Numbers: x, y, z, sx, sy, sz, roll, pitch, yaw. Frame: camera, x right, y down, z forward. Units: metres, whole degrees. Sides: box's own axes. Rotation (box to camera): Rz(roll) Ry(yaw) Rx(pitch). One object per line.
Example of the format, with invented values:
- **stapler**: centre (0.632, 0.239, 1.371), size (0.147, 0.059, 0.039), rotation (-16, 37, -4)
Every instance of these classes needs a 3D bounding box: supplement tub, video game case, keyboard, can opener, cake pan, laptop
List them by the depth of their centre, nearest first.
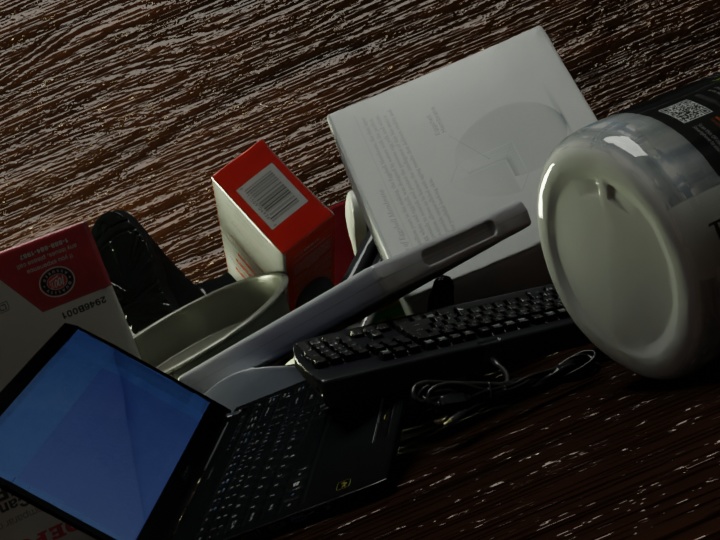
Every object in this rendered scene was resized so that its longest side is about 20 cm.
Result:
- **supplement tub**: centre (0.194, -0.039, 0.585), size (0.199, 0.123, 0.122), rotation (-23, 1, -22)
- **laptop**: centre (-0.083, 0.067, 0.662), size (0.199, 0.104, 0.177), rotation (-23, 16, 14)
- **keyboard**: centre (0.068, 0.041, 0.675), size (0.198, 0.021, 0.127), rotation (-13, 24, -19)
- **video game case**: centre (-0.003, 0.021, 0.830), size (0.199, 0.022, 0.182), rotation (-30, -4, 39)
- **cake pan**: centre (-0.140, 0.066, 1.013), size (0.199, 0.037, 0.200), rotation (-26, 13, 6)
- **can opener**: centre (0.000, 0.000, 1.082), size (0.053, 0.067, 0.201), rotation (-8, 40, 36)

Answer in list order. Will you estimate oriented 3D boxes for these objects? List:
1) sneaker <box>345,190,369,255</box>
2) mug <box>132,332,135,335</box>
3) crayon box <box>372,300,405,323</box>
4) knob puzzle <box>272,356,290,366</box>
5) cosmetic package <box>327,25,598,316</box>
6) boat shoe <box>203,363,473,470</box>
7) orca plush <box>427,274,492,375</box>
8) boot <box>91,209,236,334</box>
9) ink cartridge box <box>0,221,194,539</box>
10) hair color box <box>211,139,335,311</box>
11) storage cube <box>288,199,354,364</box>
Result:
- **sneaker**: centre (0.047, -0.008, 1.222), size (0.098, 0.201, 0.071), rotation (-15, 37, 2)
- **mug**: centre (-0.235, 0.133, 1.259), size (0.200, 0.147, 0.175), rotation (-50, 7, 8)
- **crayon box**: centre (0.079, 0.037, 1.133), size (0.199, 0.059, 0.119), rotation (-23, 1, 11)
- **knob puzzle**: centre (-0.103, 0.093, 1.127), size (0.219, 0.031, 0.220), rotation (-38, -3, -2)
- **cosmetic package**: centre (0.103, -0.062, 1.017), size (0.198, 0.200, 0.123), rotation (-21, -33, -2)
- **boat shoe**: centre (-0.015, 0.081, 0.779), size (0.199, 0.070, 0.066), rotation (-26, -18, 13)
- **orca plush**: centre (0.085, 0.031, 0.893), size (0.199, 0.072, 0.105), rotation (-23, 1, -32)
- **boot**: centre (-0.165, 0.025, 1.214), size (0.073, 0.199, 0.162), rotation (-40, -13, 26)
- **ink cartridge box**: centre (-0.213, 0.088, 0.804), size (0.143, 0.202, 0.084), rotation (-22, 4, -19)
- **hair color box**: centre (-0.076, -0.022, 1.118), size (0.061, 0.102, 0.200), rotation (-38, -17, -17)
- **storage cube**: centre (-0.008, 0.010, 1.391), size (0.179, 0.172, 0.200), rotation (-23, 1, -32)
